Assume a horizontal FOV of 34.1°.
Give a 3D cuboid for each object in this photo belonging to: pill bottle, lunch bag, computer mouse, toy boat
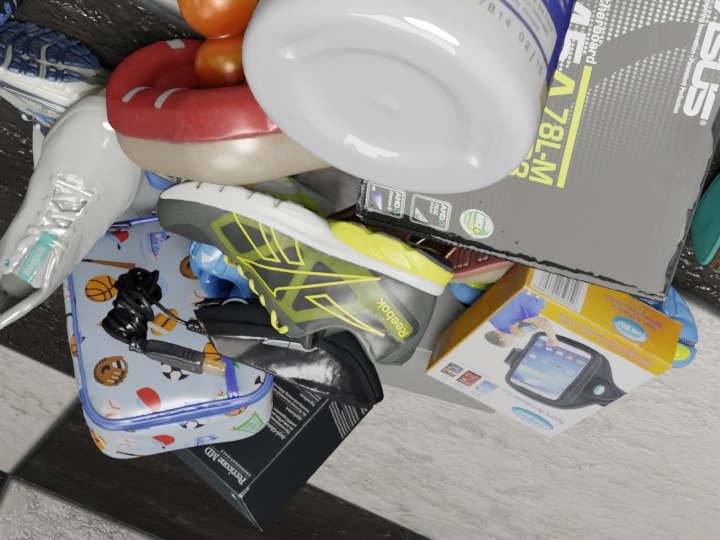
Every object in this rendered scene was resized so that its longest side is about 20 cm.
[{"bbox_3d":[0.038,-0.146,0.481,0.118,0.202,0.120,17,156,8],"label":"pill bottle"},{"bbox_3d":[-0.145,0.039,0.912,0.158,0.202,0.076,-10,147,-8],"label":"lunch bag"},{"bbox_3d":[-0.069,0.041,0.756,0.198,0.047,0.141,23,-170,-5],"label":"computer mouse"},{"bbox_3d":[-0.083,-0.130,0.726,0.129,0.133,0.199,-15,-164,-31],"label":"toy boat"}]

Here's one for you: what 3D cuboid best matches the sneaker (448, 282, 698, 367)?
[{"bbox_3d":[0.166,0.029,0.915,0.197,0.072,0.083,14,162,24],"label":"sneaker"}]

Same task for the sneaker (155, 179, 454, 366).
[{"bbox_3d":[-0.045,0.001,0.728,0.198,0.086,0.074,17,-179,17],"label":"sneaker"}]

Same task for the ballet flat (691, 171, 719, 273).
[{"bbox_3d":[0.244,-0.056,0.692,0.074,0.069,0.200,-7,156,6],"label":"ballet flat"}]

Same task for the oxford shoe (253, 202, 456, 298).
[{"bbox_3d":[0.000,0.000,0.827,0.199,0.072,0.071,-40,134,12],"label":"oxford shoe"}]

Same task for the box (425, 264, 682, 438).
[{"bbox_3d":[0.131,0.063,0.866,0.118,0.042,0.200,27,148,-7],"label":"box"}]

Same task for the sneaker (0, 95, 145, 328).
[{"bbox_3d":[-0.215,-0.029,0.828,0.075,0.089,0.201,30,123,-12],"label":"sneaker"}]

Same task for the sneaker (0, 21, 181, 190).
[{"bbox_3d":[-0.211,-0.113,0.854,0.198,0.077,0.086,22,122,2],"label":"sneaker"}]

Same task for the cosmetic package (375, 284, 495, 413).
[{"bbox_3d":[0.034,0.048,1.029,0.197,0.091,0.107,12,153,12],"label":"cosmetic package"}]

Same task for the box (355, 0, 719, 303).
[{"bbox_3d":[0.100,-0.093,0.641,0.191,0.048,0.202,18,130,12],"label":"box"}]

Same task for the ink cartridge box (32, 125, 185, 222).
[{"bbox_3d":[-0.197,-0.091,0.964,0.158,0.048,0.201,15,157,10],"label":"ink cartridge box"}]

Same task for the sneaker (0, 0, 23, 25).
[{"bbox_3d":[-0.311,-0.217,0.754,0.198,0.079,0.070,22,156,-4],"label":"sneaker"}]

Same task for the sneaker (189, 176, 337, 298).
[{"bbox_3d":[-0.081,-0.026,0.879,0.075,0.106,0.200,31,-178,16],"label":"sneaker"}]

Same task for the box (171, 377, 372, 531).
[{"bbox_3d":[-0.110,0.091,0.967,0.199,0.141,0.079,35,158,28],"label":"box"}]

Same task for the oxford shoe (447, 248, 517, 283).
[{"bbox_3d":[0.111,-0.012,0.863,0.198,0.071,0.075,-3,150,41],"label":"oxford shoe"}]
